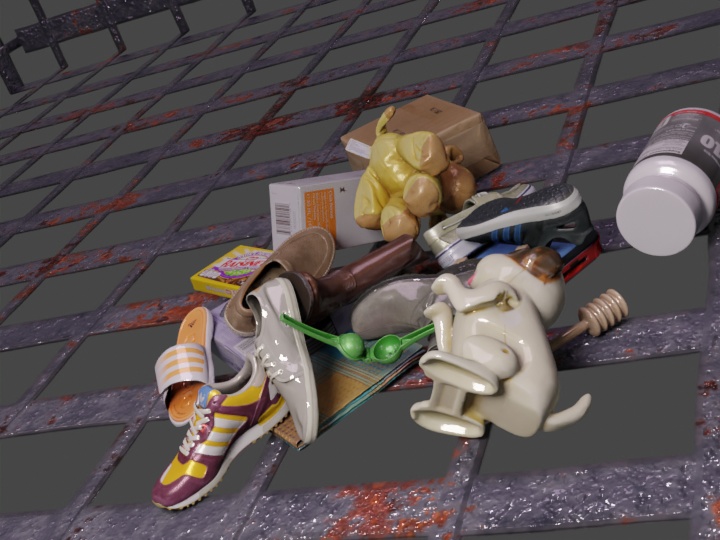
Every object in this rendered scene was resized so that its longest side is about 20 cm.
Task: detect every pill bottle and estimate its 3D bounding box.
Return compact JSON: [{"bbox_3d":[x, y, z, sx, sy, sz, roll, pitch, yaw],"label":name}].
[{"bbox_3d":[0.393,-0.110,1.389,0.114,0.114,0.200,-3,31,35],"label":"pill bottle"}]

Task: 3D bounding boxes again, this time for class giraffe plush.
[{"bbox_3d":[0.089,-0.120,1.577,0.173,0.162,0.200,-58,40,20],"label":"giraffe plush"}]

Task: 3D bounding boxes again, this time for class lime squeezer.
[{"bbox_3d":[0.008,0.079,1.269,0.199,0.071,0.038,1,59,-3],"label":"lime squeezer"}]

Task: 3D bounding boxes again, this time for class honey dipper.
[{"bbox_3d":[0.210,0.088,1.244,0.200,0.038,0.038,-33,27,-13],"label":"honey dipper"}]

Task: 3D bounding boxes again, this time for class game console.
[{"bbox_3d":[0.193,-0.002,1.437,0.200,0.031,0.177,-35,28,-26],"label":"game console"}]

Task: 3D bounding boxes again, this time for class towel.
[{"bbox_3d":[-0.034,0.137,1.359,0.200,0.022,0.146,-35,28,-23],"label":"towel"}]

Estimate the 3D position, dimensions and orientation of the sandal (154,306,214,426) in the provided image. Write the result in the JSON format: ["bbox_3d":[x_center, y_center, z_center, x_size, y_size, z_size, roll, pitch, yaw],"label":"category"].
[{"bbox_3d":[-0.236,0.115,1.462,0.079,0.059,0.207,-36,35,21],"label":"sandal"}]

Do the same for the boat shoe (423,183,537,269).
[{"bbox_3d":[0.168,-0.075,1.532,0.200,0.062,0.072,-36,0,-34],"label":"boat shoe"}]

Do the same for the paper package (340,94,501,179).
[{"bbox_3d":[0.094,-0.189,1.805,0.190,0.104,0.200,-28,25,-15],"label":"paper package"}]

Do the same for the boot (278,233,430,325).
[{"bbox_3d":[0.000,0.000,1.382,0.199,0.064,0.186,-25,-7,-13],"label":"boot"}]

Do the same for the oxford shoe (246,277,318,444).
[{"bbox_3d":[-0.089,0.104,1.273,0.058,0.201,0.075,-8,-22,-19],"label":"oxford shoe"}]

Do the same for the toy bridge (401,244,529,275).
[{"bbox_3d":[0.120,0.010,1.420,0.199,0.027,0.067,-11,26,37],"label":"toy bridge"}]

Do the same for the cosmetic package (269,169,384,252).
[{"bbox_3d":[-0.032,-0.086,1.625,0.199,0.102,0.071,-14,15,-41],"label":"cosmetic package"}]

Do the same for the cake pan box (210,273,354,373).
[{"bbox_3d":[-0.110,0.067,1.524,0.184,0.052,0.200,-34,27,-20],"label":"cake pan box"}]

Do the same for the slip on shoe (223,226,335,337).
[{"bbox_3d":[-0.101,0.005,1.474,0.200,0.076,0.061,-41,-12,-30],"label":"slip on shoe"}]

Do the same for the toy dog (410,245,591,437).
[{"bbox_3d":[0.155,0.061,1.173,0.193,0.140,0.201,10,53,14],"label":"toy dog"}]

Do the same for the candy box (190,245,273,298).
[{"bbox_3d":[-0.150,0.006,1.594,0.102,0.027,0.200,-33,26,-32],"label":"candy box"}]

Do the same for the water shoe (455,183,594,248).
[{"bbox_3d":[0.201,-0.049,1.407,0.071,0.079,0.200,-43,19,-33],"label":"water shoe"}]

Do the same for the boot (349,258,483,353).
[{"bbox_3d":[0.079,0.061,1.322,0.199,0.068,0.131,-20,34,13],"label":"boot"}]

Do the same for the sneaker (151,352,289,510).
[{"bbox_3d":[-0.174,0.181,1.283,0.200,0.090,0.075,-44,31,-23],"label":"sneaker"}]
